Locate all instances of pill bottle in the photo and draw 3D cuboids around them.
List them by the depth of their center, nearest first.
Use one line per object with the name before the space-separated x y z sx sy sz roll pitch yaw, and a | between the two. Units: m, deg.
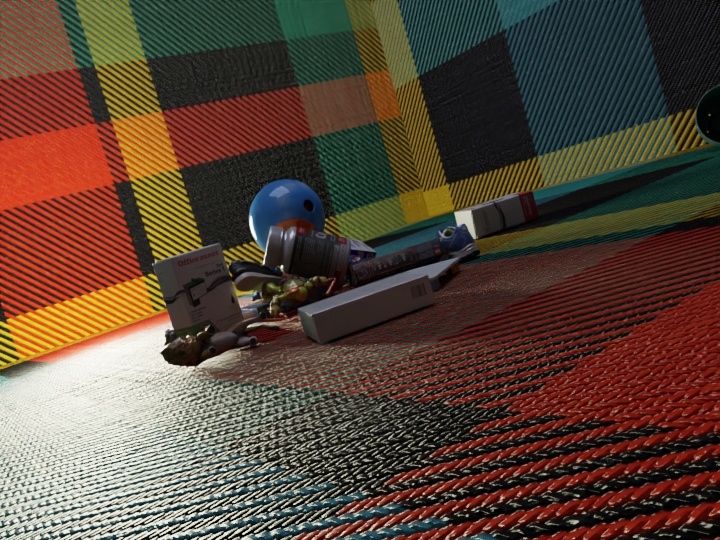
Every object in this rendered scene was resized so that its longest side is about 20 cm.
pill bottle | -0.128 -0.040 1.686 0.195 0.117 0.114 12 1 -8

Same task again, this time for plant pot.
plant pot | 1.253 -0.522 2.419 0.197 0.205 0.160 -15 -6 19

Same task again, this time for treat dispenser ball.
treat dispenser ball | -0.189 -0.132 1.813 0.196 0.205 0.201 -17 5 1

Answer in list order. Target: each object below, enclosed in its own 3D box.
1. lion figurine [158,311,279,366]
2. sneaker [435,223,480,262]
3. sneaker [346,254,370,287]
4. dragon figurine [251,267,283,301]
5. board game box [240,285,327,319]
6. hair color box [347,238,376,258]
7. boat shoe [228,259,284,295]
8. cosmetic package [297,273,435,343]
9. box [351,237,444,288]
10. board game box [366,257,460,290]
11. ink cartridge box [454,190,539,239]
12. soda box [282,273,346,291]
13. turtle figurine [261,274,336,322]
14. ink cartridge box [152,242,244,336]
lion figurine | -0.255 0.128 1.268 0.197 0.074 0.122 -3 -15 -38
sneaker | 0.199 -0.059 1.606 0.075 0.079 0.199 -21 5 -30
sneaker | 0.000 0.000 1.780 0.076 0.077 0.200 -8 12 -4
dragon figurine | -0.224 0.022 1.797 0.198 0.060 0.098 -25 23 -36
board game box | -0.192 0.078 1.706 0.197 0.035 0.134 -21 7 -34
hair color box | -0.067 -0.050 1.952 0.196 0.066 0.109 4 18 -31
boat shoe | -0.238 0.017 1.657 0.074 0.061 0.199 -41 -24 20
cosmetic package | 0.005 0.057 1.146 0.196 0.053 0.151 -18 7 -13
box | 0.077 -0.010 1.527 0.196 0.041 0.137 -18 -10 -6
board game box | 0.083 0.027 1.360 0.196 0.026 0.200 -16 5 23
ink cartridge box | 0.385 -0.157 2.007 0.196 0.086 0.144 -19 6 -10
soda box | -0.137 0.030 1.850 0.197 0.072 0.063 -14 8 33
turtle figurine | -0.164 0.048 1.565 0.198 0.065 0.160 -33 20 -27
ink cartridge box | -0.362 0.055 1.581 0.083 0.204 0.145 -13 7 43
